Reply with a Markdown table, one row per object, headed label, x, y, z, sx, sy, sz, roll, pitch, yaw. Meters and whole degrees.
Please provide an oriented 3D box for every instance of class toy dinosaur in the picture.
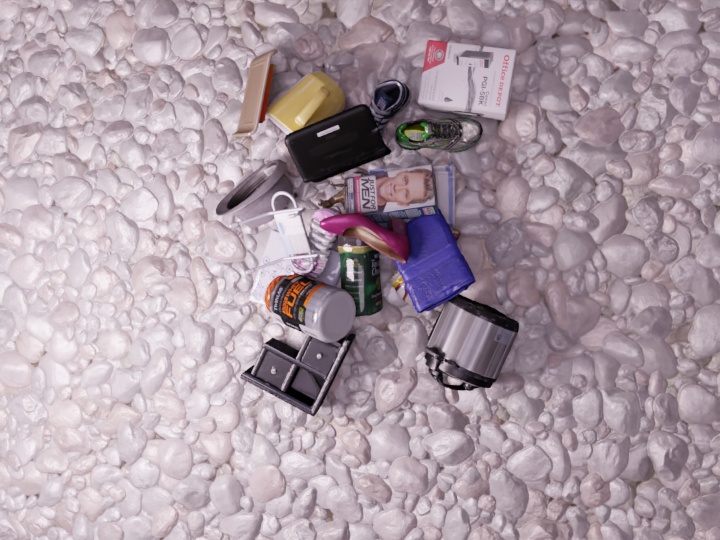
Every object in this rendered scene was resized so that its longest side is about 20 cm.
| label | x | y | z | sx | sy | sz | roll | pitch | yaw |
| --- | --- | --- | --- | --- | --- | --- | --- | --- | --- |
| toy dinosaur | 0.000 | -0.178 | 1.727 | 0.199 | 0.058 | 0.102 | 2 | 104 | -5 |

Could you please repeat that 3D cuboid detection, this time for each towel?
| label | x | y | z | sx | sy | sz | roll | pitch | yaw |
| --- | --- | --- | --- | --- | --- | --- | --- | --- | --- |
| towel | 0.152 | -0.022 | 1.623 | 0.147 | 0.050 | 0.200 | -29 | 68 | 15 |
| towel | 0.120 | -0.167 | 1.690 | 0.199 | 0.024 | 0.147 | -3 | 107 | 4 |

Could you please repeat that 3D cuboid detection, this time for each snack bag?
| label | x | y | z | sx | sy | sz | roll | pitch | yaw |
| --- | --- | --- | --- | --- | --- | --- | --- | --- | --- |
| snack bag | -0.150 | 0.018 | 1.768 | 0.199 | 0.021 | 0.189 | 21 | 95 | 8 |

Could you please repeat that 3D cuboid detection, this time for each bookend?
| label | x | y | z | sx | sy | sz | roll | pitch | yaw |
| --- | --- | --- | --- | --- | --- | --- | --- | --- | --- |
| bookend | -0.145 | 0.201 | 1.732 | 0.198 | 0.092 | 0.200 | 28 | 98 | 5 |

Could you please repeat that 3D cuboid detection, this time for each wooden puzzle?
| label | x | y | z | sx | sy | sz | roll | pitch | yaw |
| --- | --- | --- | --- | --- | --- | --- | --- | --- | --- |
| wooden puzzle | -0.239 | -0.401 | 1.699 | 0.037 | 0.185 | 0.201 | 15 | 94 | -23 |

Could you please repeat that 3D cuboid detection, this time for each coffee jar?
| label | x | y | z | sx | sy | sz | roll | pitch | yaw |
| --- | --- | --- | --- | --- | --- | --- | --- | --- | --- |
| coffee jar | 0.000 | 0.000 | 1.688 | 0.085 | 0.104 | 0.201 | 0 | 100 | 24 |

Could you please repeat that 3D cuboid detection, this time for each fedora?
| label | x | y | z | sx | sy | sz | roll | pitch | yaw |
| --- | --- | --- | --- | --- | --- | --- | --- | --- | --- |
| fedora | -0.233 | -0.166 | 1.722 | 0.200 | 0.177 | 0.090 | -42 | 114 | -2 |

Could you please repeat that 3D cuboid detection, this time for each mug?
| label | x | y | z | sx | sy | sz | roll | pitch | yaw |
| --- | --- | --- | --- | --- | --- | --- | --- | --- | --- |
| mug | -0.105 | -0.362 | 1.678 | 0.153 | 0.149 | 0.187 | -49 | 42 | 0 |

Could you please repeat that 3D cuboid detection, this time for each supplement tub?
| label | x | y | z | sx | sy | sz | roll | pitch | yaw |
| --- | --- | --- | --- | --- | --- | --- | --- | --- | --- |
| supplement tub | -0.117 | 0.079 | 1.659 | 0.200 | 0.122 | 0.123 | 17 | 96 | 42 |

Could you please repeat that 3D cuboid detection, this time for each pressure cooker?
| label | x | y | z | sx | sy | sz | roll | pitch | yaw |
| --- | --- | --- | --- | --- | --- | --- | --- | --- | --- |
| pressure cooker | 0.236 | 0.170 | 1.629 | 0.175 | 0.179 | 0.201 | 23 | 95 | 5 |

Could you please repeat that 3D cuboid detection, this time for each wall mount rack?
| label | x | y | z | sx | sy | sz | roll | pitch | yaw |
| --- | --- | --- | --- | --- | --- | --- | --- | --- | --- |
| wall mount rack | -0.188 | -0.069 | 1.653 | 0.173 | 0.075 | 0.201 | -6 | 111 | 26 |

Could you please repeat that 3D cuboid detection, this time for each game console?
| label | x | y | z | sx | sy | sz | roll | pitch | yaw |
| --- | --- | --- | --- | --- | --- | --- | --- | --- | --- |
| game console | -0.047 | -0.279 | 1.653 | 0.199 | 0.117 | 0.176 | -21 | 122 | 10 |

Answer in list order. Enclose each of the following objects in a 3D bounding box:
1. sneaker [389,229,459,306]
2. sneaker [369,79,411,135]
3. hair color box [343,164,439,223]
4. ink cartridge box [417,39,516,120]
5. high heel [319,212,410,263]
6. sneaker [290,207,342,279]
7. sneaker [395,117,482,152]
| label | x | y | z | sx | sy | sz | roll | pitch | yaw |
| --- | --- | --- | --- | --- | --- | --- | --- | --- | --- |
| sneaker | 0.163 | -0.006 | 1.690 | 0.200 | 0.075 | 0.090 | -42 | 83 | 18 |
| sneaker | 0.034 | -0.349 | 1.677 | 0.070 | 0.108 | 0.200 | 41 | 98 | 6 |
| hair color box | 0.067 | -0.164 | 1.622 | 0.199 | 0.061 | 0.100 | -8 | 70 | 11 |
| ink cartridge box | 0.239 | -0.425 | 1.652 | 0.199 | 0.083 | 0.147 | 9 | 93 | 10 |
| high heel | 0.011 | -0.068 | 1.588 | 0.199 | 0.067 | 0.096 | 1 | 68 | -10 |
| sneaker | -0.092 | -0.064 | 1.713 | 0.080 | 0.088 | 0.200 | 30 | 117 | 4 |
| sneaker | 0.176 | -0.305 | 1.667 | 0.199 | 0.085 | 0.078 | -5 | 91 | 9 |
